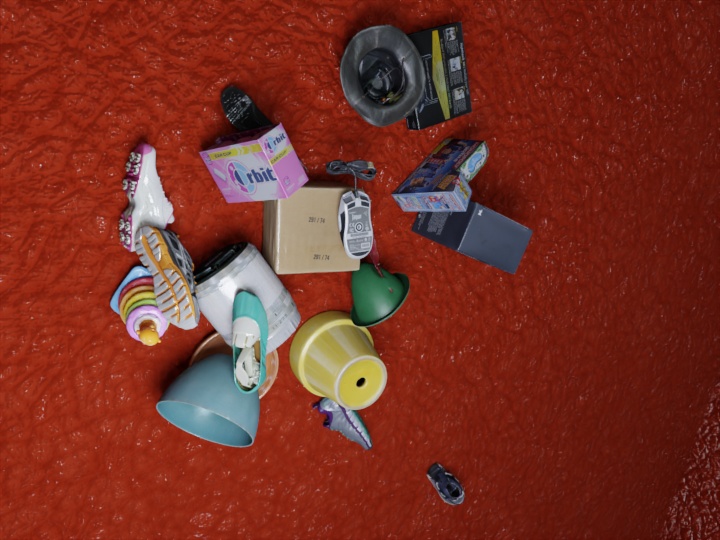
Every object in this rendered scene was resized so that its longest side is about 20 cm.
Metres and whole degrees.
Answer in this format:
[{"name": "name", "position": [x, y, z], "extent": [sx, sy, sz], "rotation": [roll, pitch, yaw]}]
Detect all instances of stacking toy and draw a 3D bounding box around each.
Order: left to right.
[{"name": "stacking toy", "position": [-0.387, 0.087, 0.959], "extent": [0.116, 0.200, 0.110], "rotation": [33, 95, -30]}]

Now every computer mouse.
[{"name": "computer mouse", "position": [-0.017, -0.124, 1.072], "extent": [0.109, 0.044, 0.202], "rotation": [-8, 104, -31]}]

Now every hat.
[{"name": "hat", "position": [0.000, 0.000, 1.186], "extent": [0.165, 0.200, 0.176], "rotation": [-31, 115, 13]}, {"name": "hat", "position": [0.037, -0.411, 1.103], "extent": [0.199, 0.081, 0.202], "rotation": [-10, 118, -18]}]

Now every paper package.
[{"name": "paper package", "position": [-0.104, -0.093, 1.118], "extent": [0.199, 0.103, 0.192], "rotation": [-4, 108, -28]}]

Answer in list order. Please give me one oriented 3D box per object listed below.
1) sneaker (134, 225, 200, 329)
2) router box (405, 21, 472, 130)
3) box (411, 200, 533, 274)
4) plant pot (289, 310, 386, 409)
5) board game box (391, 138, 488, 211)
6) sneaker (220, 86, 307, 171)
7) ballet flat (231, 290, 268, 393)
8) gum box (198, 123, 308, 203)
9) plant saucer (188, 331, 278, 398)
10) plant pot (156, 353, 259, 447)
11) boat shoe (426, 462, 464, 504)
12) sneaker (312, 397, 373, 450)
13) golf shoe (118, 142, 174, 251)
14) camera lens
[{"name": "sneaker", "position": [-0.331, 0.008, 0.947], "extent": [0.077, 0.078, 0.201], "rotation": [-12, 78, -65]}, {"name": "router box", "position": [0.165, -0.436, 1.182], "extent": [0.156, 0.052, 0.201], "rotation": [-23, 115, -21]}, {"name": "box", "position": [0.263, -0.096, 1.261], "extent": [0.196, 0.200, 0.118], "rotation": [19, 97, -31]}, {"name": "plant pot", "position": [-0.039, 0.217, 1.204], "extent": [0.199, 0.189, 0.203], "rotation": [-10, 111, -26]}, {"name": "board game box", "position": [0.199, -0.207, 1.189], "extent": [0.200, 0.200, 0.062], "rotation": [-46, 121, -7]}, {"name": "sneaker", "position": [-0.189, -0.267, 1.035], "extent": [0.060, 0.104, 0.200], "rotation": [-44, 85, 3]}, {"name": "ballet flat", "position": [-0.204, 0.139, 0.956], "extent": [0.067, 0.070, 0.202], "rotation": [3, 112, 6]}, {"name": "gum box", "position": [-0.205, -0.195, 0.980], "extent": [0.066, 0.199, 0.114], "rotation": [-48, 125, -35]}, {"name": "plant saucer", "position": [-0.281, 0.214, 1.160], "extent": [0.199, 0.037, 0.202], "rotation": [-9, 111, -25]}, {"name": "plant pot", "position": [-0.285, 0.249, 1.056], "extent": [0.200, 0.199, 0.135], "rotation": [45, 46, -32]}, {"name": "boat shoe", "position": [0.277, 0.669, 1.579], "extent": [0.075, 0.093, 0.200], "rotation": [-45, 121, -8]}, {"name": "sneaker", "position": [-0.044, 0.390, 1.338], "extent": [0.087, 0.074, 0.201], "rotation": [-30, 109, -1]}, {"name": "golf shoe", "position": [-0.391, -0.133, 0.974], "extent": [0.091, 0.075, 0.202], "rotation": [0, 113, -39]}, {"name": "camera lens", "position": [-0.233, 0.056, 1.048], "extent": [0.160, 0.160, 0.201], "rotation": [-38, 110, -12]}]
